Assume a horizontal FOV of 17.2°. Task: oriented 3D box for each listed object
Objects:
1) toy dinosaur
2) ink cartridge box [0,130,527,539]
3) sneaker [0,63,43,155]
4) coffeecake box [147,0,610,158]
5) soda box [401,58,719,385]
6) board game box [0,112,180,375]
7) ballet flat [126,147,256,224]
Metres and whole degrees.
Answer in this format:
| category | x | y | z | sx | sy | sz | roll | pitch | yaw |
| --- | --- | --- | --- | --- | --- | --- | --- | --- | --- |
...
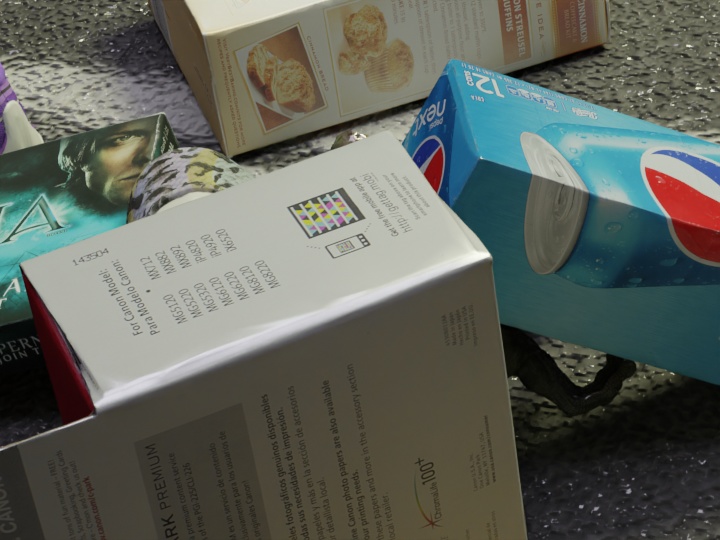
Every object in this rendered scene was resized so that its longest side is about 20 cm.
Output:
| category | x | y | z | sx | sy | sz | roll | pitch | yaw |
| --- | --- | --- | --- | --- | --- | --- | --- | --- | --- |
| toy dinosaur | 0.052 | 0.032 | 0.918 | 0.088 | 0.048 | 0.201 | -18 | 67 | -15 |
| ink cartridge box | -0.041 | 0.080 | 0.779 | 0.175 | 0.201 | 0.084 | -20 | 39 | -14 |
| sneaker | -0.238 | -0.094 | 1.151 | 0.199 | 0.084 | 0.081 | 12 | 42 | 28 |
| coffeecake box | 0.002 | -0.150 | 1.177 | 0.199 | 0.073 | 0.154 | -17 | 37 | -10 |
| soda box | 0.110 | -0.010 | 0.893 | 0.199 | 0.068 | 0.064 | 15 | 35 | -23 |
| board game box | -0.180 | 0.001 | 1.028 | 0.199 | 0.028 | 0.136 | -14 | 36 | 14 |
| ballet flat | -0.047 | 0.022 | 0.911 | 0.072 | 0.072 | 0.201 | -19 | 60 | -12 |
